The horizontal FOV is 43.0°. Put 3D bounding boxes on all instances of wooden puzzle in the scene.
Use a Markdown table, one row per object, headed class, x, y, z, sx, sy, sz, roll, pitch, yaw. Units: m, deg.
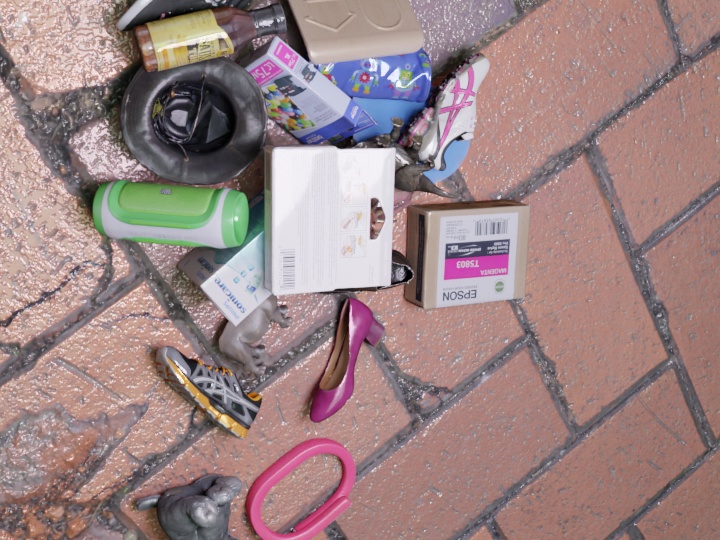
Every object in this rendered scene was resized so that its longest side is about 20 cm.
| class | x | y | z | sx | sy | sz | roll | pitch | yaw |
| --- | --- | --- | --- | --- | --- | --- | --- | --- | --- |
| wooden puzzle | -0.023 | -0.391 | 1.318 | 0.185 | 0.046 | 0.200 | -13 | 76 | -24 |

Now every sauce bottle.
| class | x | y | z | sx | sy | sz | roll | pitch | yaw |
| --- | --- | --- | --- | --- | --- | --- | --- | --- | --- |
| sauce bottle | -0.199 | -0.316 | 1.217 | 0.200 | 0.066 | 0.066 | -17 | 110 | -12 |

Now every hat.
| class | x | y | z | sx | sy | sz | roll | pitch | yaw |
| --- | --- | --- | --- | --- | --- | --- | --- | --- | --- |
| hat | -0.232 | -0.209 | 1.281 | 0.200 | 0.081 | 0.201 | 0 | 92 | -11 |

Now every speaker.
| class | x | y | z | sx | sy | sz | roll | pitch | yaw |
| --- | --- | --- | --- | --- | --- | --- | --- | --- | --- |
| speaker | -0.259 | -0.078 | 1.252 | 0.200 | 0.088 | 0.089 | 5 | 103 | 9 |

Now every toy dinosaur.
| class | x | y | z | sx | sy | sz | roll | pitch | yaw |
| --- | --- | --- | --- | --- | --- | --- | --- | --- | --- |
| toy dinosaur | 0.029 | -0.100 | 1.393 | 0.200 | 0.135 | 0.086 | -38 | 114 | -18 |
| toy dinosaur | 0.055 | -0.159 | 1.347 | 0.200 | 0.102 | 0.077 | 23 | 58 | -9 |

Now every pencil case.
| class | x | y | z | sx | sy | sz | roll | pitch | yaw |
| --- | --- | --- | --- | --- | --- | --- | --- | --- | --- |
| pencil case | 0.010 | -0.301 | 1.357 | 0.200 | 0.078 | 0.087 | 3 | 126 | -19 |

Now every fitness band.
| class | x | y | z | sx | sy | sz | roll | pitch | yaw |
| --- | --- | --- | --- | --- | --- | --- | --- | --- | --- |
| fitness band | -0.095 | 0.368 | 1.518 | 0.200 | 0.037 | 0.144 | -38 | 112 | -13 |

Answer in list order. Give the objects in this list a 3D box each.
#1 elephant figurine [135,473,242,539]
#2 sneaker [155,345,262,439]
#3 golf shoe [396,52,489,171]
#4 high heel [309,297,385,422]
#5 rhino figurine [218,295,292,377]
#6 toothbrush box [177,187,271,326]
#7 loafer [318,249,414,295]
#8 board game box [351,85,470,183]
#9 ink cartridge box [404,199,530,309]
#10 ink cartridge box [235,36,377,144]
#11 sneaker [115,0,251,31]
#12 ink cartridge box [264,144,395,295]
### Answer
| class | x | y | z | sx | sy | sz | roll | pitch | yaw |
| --- | --- | --- | --- | --- | --- | --- | --- | --- | --- |
| elephant figurine | -0.228 | 0.429 | 1.410 | 0.141 | 0.155 | 0.200 | -21 | 103 | -42 |
| sneaker | -0.230 | 0.173 | 1.390 | 0.200 | 0.078 | 0.077 | 48 | 68 | -30 |
| golf shoe | 0.143 | -0.242 | 1.398 | 0.092 | 0.073 | 0.200 | 39 | 78 | -10 |
| high heel | -0.043 | 0.142 | 1.463 | 0.096 | 0.067 | 0.200 | 44 | 68 | -36 |
| rhino figurine | -0.148 | 0.057 | 1.399 | 0.087 | 0.060 | 0.200 | 28 | 89 | -30 |
| toothbrush box | -0.152 | -0.031 | 1.326 | 0.200 | 0.146 | 0.085 | -42 | 116 | -10 |
| loafer | 0.000 | 0.000 | 1.436 | 0.200 | 0.071 | 0.073 | -9 | 106 | -29 |
| board game box | 0.072 | -0.221 | 1.428 | 0.200 | 0.039 | 0.158 | 33 | 70 | -8 |
| ink cartridge box | 0.178 | -0.030 | 1.517 | 0.200 | 0.075 | 0.165 | -6 | 104 | -24 |
| ink cartridge box | -0.084 | -0.244 | 1.317 | 0.200 | 0.119 | 0.042 | 34 | 62 | -29 |
| sneaker | -0.231 | -0.358 | 1.248 | 0.200 | 0.071 | 0.099 | -39 | 110 | -16 |
| ink cartridge box | -0.043 | -0.072 | 1.257 | 0.176 | 0.045 | 0.200 | -4 | 104 | -22 |
